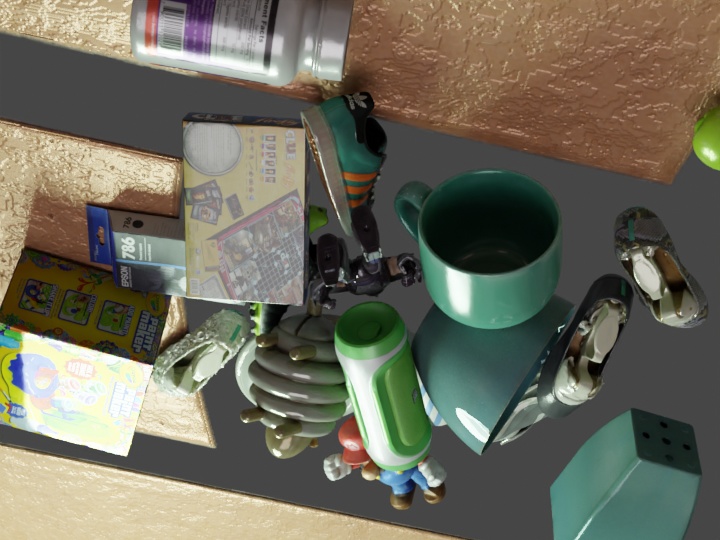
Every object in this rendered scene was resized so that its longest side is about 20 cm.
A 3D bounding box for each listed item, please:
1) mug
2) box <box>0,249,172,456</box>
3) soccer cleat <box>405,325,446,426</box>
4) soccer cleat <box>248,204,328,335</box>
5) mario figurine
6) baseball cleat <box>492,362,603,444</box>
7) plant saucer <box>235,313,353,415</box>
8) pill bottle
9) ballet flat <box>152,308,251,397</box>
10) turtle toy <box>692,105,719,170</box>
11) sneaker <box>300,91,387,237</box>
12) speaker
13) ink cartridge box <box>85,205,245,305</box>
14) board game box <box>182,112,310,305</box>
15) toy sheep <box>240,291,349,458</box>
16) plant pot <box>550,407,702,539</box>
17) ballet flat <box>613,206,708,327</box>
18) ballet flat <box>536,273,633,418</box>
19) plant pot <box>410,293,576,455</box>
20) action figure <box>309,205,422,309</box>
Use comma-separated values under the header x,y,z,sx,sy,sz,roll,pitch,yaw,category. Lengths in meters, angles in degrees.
x,y,z,sx,sy,sz,roll,pitch,yaw,category
0.133,-0.025,1.363,0.150,0.186,0.115,-18,138,-7,mug
-0.351,0.105,1.577,0.190,0.123,0.201,15,136,-8,box
0.083,0.112,1.564,0.086,0.070,0.201,-24,131,9,soccer cleat
-0.084,0.006,1.468,0.080,0.068,0.201,4,131,-13,soccer cleat
0.033,0.267,1.688,0.123,0.106,0.200,-43,132,0,mario figurine
0.218,0.156,1.589,0.198,0.070,0.106,-27,159,17,baseball cleat
-0.057,0.137,1.589,0.197,0.051,0.201,-3,136,-3,plant saucer
-0.108,-0.236,1.196,0.197,0.112,0.112,10,136,-1,pill bottle
-0.211,0.118,1.609,0.071,0.072,0.200,29,133,-20,ballet flat
0.425,-0.118,1.237,0.197,0.102,0.147,3,137,7,turtle toy
-0.004,-0.109,1.337,0.079,0.072,0.201,-23,148,-5,sneaker
0.027,0.133,1.437,0.087,0.089,0.202,-4,130,13,speaker
-0.228,-0.017,1.493,0.197,0.039,0.100,8,137,2,ink cartridge box
-0.122,-0.065,1.373,0.134,0.035,0.202,4,112,5,board game box
-0.069,0.120,1.469,0.136,0.138,0.202,15,101,-6,toy sheep
0.352,0.285,1.641,0.140,0.142,0.201,17,128,-8,plant pot
0.333,0.018,1.416,0.071,0.073,0.201,-19,130,26,ballet flat
0.258,0.099,1.464,0.072,0.073,0.202,18,114,-10,ballet flat
0.137,0.088,1.453,0.134,0.200,0.201,33,137,12,plant pot
0.000,0.000,1.385,0.129,0.070,0.200,-23,162,3,action figure
